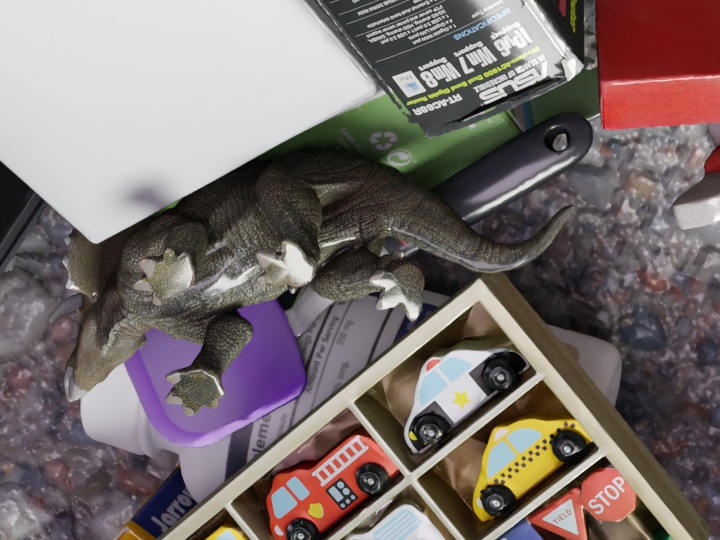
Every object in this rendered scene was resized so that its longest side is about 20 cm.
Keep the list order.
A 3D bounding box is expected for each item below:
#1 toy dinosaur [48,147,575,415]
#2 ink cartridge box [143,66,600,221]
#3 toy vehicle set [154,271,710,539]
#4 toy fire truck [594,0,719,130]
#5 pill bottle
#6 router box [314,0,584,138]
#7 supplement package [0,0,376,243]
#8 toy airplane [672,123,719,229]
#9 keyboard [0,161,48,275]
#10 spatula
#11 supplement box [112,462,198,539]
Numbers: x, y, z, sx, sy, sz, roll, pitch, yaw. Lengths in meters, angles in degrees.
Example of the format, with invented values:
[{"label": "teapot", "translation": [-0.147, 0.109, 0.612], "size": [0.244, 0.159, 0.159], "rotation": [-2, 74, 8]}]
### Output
[{"label": "toy dinosaur", "translation": [-0.030, -0.011, 0.725], "size": [0.199, 0.102, 0.077], "rotation": [-24, 120, 8]}, {"label": "ink cartridge box", "translation": [0.005, -0.082, 0.785], "size": [0.199, 0.104, 0.059], "rotation": [-22, 138, 22]}, {"label": "toy vehicle set", "translation": [0.013, 0.107, 0.770], "size": [0.200, 0.027, 0.124], "rotation": [-40, 91, 20]}, {"label": "toy fire truck", "translation": [0.099, -0.164, 0.714], "size": [0.048, 0.201, 0.141], "rotation": [-4, 141, 8]}, {"label": "pill bottle", "translation": [-0.005, 0.056, 0.836], "size": [0.199, 0.111, 0.112], "rotation": [16, 112, 11]}, {"label": "router box", "translation": [0.012, -0.165, 0.683], "size": [0.062, 0.201, 0.150], "rotation": [-22, 128, 25]}, {"label": "supplement package", "translation": [-0.085, -0.135, 0.711], "size": [0.117, 0.201, 0.117], "rotation": [-27, 137, 16]}, {"label": "toy airplane", "translation": [0.199, -0.047, 0.725], "size": [0.199, 0.141, 0.200], "rotation": [27, 114, 6]}, {"label": "keyboard", "translation": [-0.154, -0.068, 0.861], "size": [0.200, 0.021, 0.127], "rotation": [-52, 55, 24]}, {"label": "spatula", "translation": [0.000, 0.000, 0.765], "size": [0.200, 0.021, 0.057], "rotation": [-32, 69, 20]}, {"label": "supplement box", "translation": [-0.027, 0.181, 0.885], "size": [0.200, 0.109, 0.110], "rotation": [36, 114, 2]}]
